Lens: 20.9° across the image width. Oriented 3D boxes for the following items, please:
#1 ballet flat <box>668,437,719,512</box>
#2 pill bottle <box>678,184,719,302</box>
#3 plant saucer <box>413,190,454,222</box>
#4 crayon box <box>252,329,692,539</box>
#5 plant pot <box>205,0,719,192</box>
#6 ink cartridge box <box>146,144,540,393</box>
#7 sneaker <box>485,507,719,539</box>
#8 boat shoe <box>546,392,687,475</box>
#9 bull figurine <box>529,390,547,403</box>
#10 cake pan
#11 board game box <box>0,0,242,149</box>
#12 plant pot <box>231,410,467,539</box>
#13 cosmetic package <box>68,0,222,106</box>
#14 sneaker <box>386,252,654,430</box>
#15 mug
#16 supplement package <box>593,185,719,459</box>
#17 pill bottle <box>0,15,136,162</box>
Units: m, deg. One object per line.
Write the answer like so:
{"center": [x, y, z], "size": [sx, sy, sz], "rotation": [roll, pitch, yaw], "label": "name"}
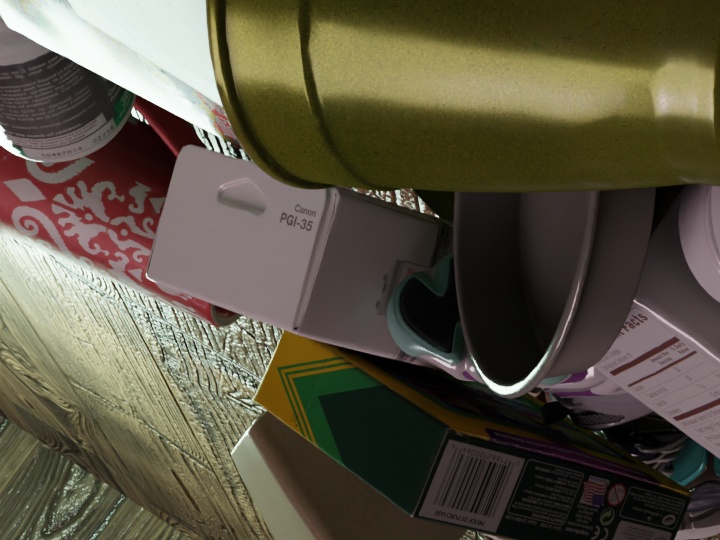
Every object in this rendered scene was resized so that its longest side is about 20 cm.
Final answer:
{"center": [0.242, 0.112, 1.222], "size": [0.073, 0.073, 0.200], "rotation": [36, 157, -1], "label": "ballet flat"}
{"center": [0.214, -0.030, 0.800], "size": [0.111, 0.111, 0.200], "rotation": [39, 163, -12], "label": "pill bottle"}
{"center": [0.100, -0.045, 1.116], "size": [0.200, 0.031, 0.200], "rotation": [32, 164, 10], "label": "plant saucer"}
{"center": [0.065, 0.103, 1.145], "size": [0.200, 0.058, 0.172], "rotation": [18, -174, -37], "label": "crayon box"}
{"center": [0.075, -0.111, 0.751], "size": [0.193, 0.201, 0.200], "rotation": [14, 155, 28], "label": "plant pot"}
{"center": [0.000, 0.000, 1.113], "size": [0.200, 0.083, 0.146], "rotation": [16, -179, -43], "label": "ink cartridge box"}
{"center": [0.169, 0.165, 1.356], "size": [0.200, 0.077, 0.081], "rotation": [0, 164, 5], "label": "sneaker"}
{"center": [0.184, 0.098, 1.216], "size": [0.200, 0.075, 0.093], "rotation": [-168, 61, -69], "label": "boat shoe"}
{"center": [0.089, 0.082, 1.393], "size": [0.200, 0.065, 0.122], "rotation": [16, 129, 62], "label": "bull figurine"}
{"center": [0.090, -0.039, 0.921], "size": [0.037, 0.201, 0.200], "rotation": [4, 169, -14], "label": "cake pan"}
{"center": [-0.109, -0.160, 1.081], "size": [0.200, 0.105, 0.103], "rotation": [28, 163, 25], "label": "board game box"}
{"center": [0.007, 0.157, 1.589], "size": [0.177, 0.200, 0.200], "rotation": [46, 163, 2], "label": "plant pot"}
{"center": [-0.072, -0.178, 0.893], "size": [0.200, 0.123, 0.199], "rotation": [32, 164, 34], "label": "cosmetic package"}
{"center": [0.105, 0.051, 1.070], "size": [0.200, 0.078, 0.140], "rotation": [4, 153, -8], "label": "sneaker"}
{"center": [-0.169, -0.054, 1.446], "size": [0.200, 0.134, 0.178], "rotation": [26, 163, 18], "label": "mug"}
{"center": [0.215, 0.033, 0.957], "size": [0.200, 0.117, 0.117], "rotation": [36, 163, -1], "label": "supplement package"}
{"center": [-0.220, -0.163, 1.274], "size": [0.113, 0.113, 0.200], "rotation": [30, 163, 18], "label": "pill bottle"}
